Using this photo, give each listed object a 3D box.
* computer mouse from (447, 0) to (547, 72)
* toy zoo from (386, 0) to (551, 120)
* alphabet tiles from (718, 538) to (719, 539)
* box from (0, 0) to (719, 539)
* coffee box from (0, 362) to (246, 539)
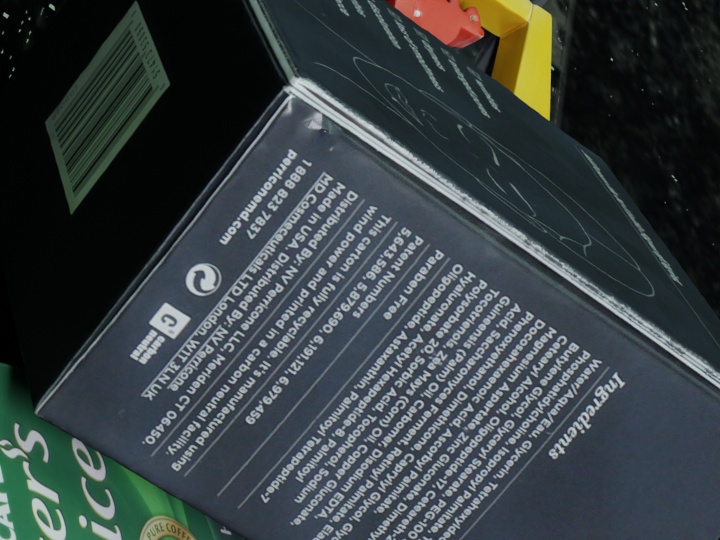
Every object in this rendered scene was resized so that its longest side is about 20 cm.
[{"bbox_3d":[0.010,-0.108,1.017,0.139,0.053,0.200,51,50,-12],"label":"computer mouse"},{"bbox_3d":[0.003,-0.071,0.949,0.200,0.020,0.132,30,58,-28],"label":"toy zoo"},{"bbox_3d":[0.132,0.131,0.791,0.008,0.167,0.201,-4,61,-6],"label":"alphabet tiles"},{"bbox_3d":[0.000,0.000,0.803,0.196,0.124,0.200,32,15,-25],"label":"box"},{"bbox_3d":[-0.076,0.095,0.747,0.200,0.044,0.123,21,49,-55],"label":"coffee box"}]
